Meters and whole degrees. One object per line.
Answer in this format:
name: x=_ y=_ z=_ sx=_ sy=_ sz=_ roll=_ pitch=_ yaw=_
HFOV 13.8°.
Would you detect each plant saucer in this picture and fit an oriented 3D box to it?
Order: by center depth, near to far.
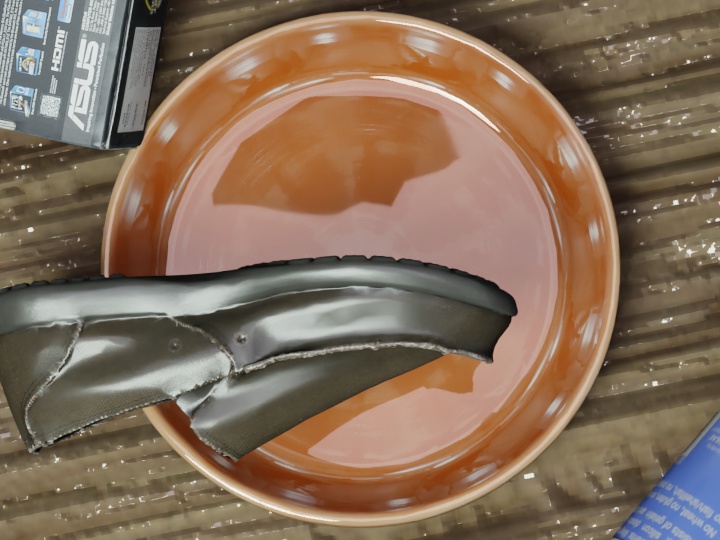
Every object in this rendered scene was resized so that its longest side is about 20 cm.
plant saucer: x=0.000 y=0.000 z=1.149 sx=0.200 sy=0.032 sz=0.201 roll=0 pitch=81 yaw=0

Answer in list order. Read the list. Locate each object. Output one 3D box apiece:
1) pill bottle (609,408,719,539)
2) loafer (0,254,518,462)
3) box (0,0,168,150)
pill bottle: x=0.127 y=0.143 z=1.082 sx=0.112 sy=0.112 sz=0.200 roll=40 pitch=83 yaw=7
loafer: x=-0.040 y=0.035 z=1.098 sx=0.200 sy=0.073 sz=0.071 roll=-4 pitch=86 yaw=9
box: x=-0.145 y=-0.158 z=1.129 sx=0.161 sy=0.049 sz=0.200 roll=12 pitch=98 yaw=13
